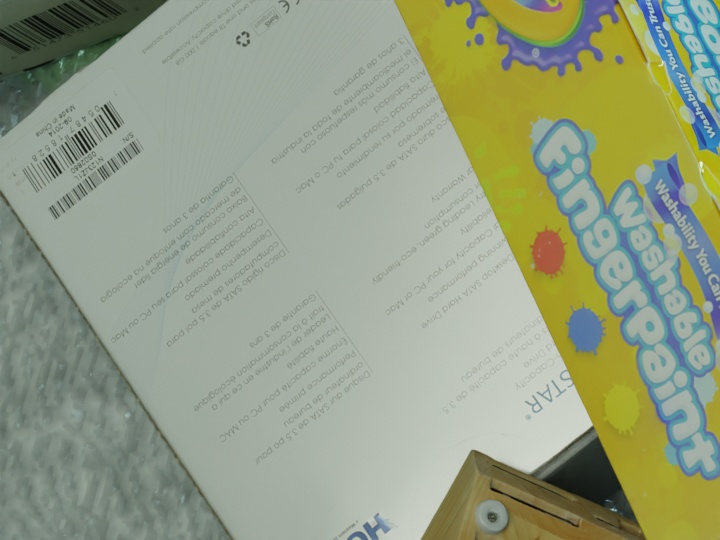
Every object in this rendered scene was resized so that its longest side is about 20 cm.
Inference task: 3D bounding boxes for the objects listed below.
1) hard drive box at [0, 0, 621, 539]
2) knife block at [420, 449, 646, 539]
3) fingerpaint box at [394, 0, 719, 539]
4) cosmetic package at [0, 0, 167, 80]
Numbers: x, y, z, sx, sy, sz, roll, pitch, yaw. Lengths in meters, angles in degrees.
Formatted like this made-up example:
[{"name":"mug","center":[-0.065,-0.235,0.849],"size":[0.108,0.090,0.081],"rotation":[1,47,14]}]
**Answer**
[{"name":"hard drive box","center":[0.000,0.000,0.954],"size":[0.156,0.077,0.200],"rotation":[-38,70,8]},{"name":"knife block","center":[0.006,0.173,0.901],"size":[0.064,0.176,0.201],"rotation":[24,64,-13]},{"name":"fingerpaint box","center":[0.115,-0.024,0.869],"size":[0.073,0.166,0.201],"rotation":[-38,69,36]},{"name":"cosmetic package","center":[-0.127,-0.176,1.033],"size":[0.103,0.073,0.201],"rotation":[-20,75,14]}]
